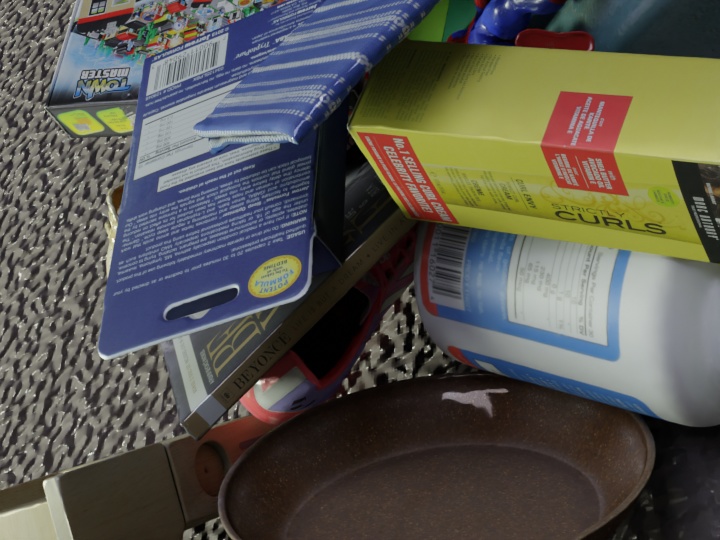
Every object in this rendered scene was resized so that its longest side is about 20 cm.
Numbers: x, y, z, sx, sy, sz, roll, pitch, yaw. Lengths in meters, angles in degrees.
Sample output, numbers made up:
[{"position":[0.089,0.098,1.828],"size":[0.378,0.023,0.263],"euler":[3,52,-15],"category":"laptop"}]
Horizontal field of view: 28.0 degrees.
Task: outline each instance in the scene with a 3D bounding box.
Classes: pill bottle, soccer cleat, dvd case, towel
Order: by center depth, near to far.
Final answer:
[{"position":[0.018,-0.121,0.635],"size":[0.200,0.024,0.144],"euler":[-46,18,-13],"category":"towel"},{"position":[0.129,0.008,0.658],"size":[0.198,0.112,0.113],"euler":[14,66,44],"category":"pill bottle"},{"position":[-0.025,-0.012,0.739],"size":[0.200,0.016,0.149],"euler":[-45,18,2],"category":"dvd case"},{"position":[0.000,0.000,0.781],"size":[0.201,0.067,0.076],"euler":[-55,13,-32],"category":"soccer cleat"}]

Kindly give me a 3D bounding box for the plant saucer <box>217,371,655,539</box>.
[{"position":[0.035,0.102,0.655],"size":[0.197,0.037,0.201],"euler":[-8,18,3],"category":"plant saucer"}]

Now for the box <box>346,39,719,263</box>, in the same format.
[{"position":[0.097,-0.048,0.583],"size":[0.198,0.075,0.051],"euler":[11,64,32],"category":"box"}]

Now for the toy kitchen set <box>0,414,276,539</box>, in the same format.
[{"position":[-0.063,0.179,0.708],"size":[0.162,0.180,0.203],"euler":[-18,87,32],"category":"toy kitchen set"}]

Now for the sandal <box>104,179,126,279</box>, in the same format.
[{"position":[-0.107,-0.041,0.804],"size":[0.211,0.069,0.079],"euler":[-28,69,40],"category":"sandal"}]

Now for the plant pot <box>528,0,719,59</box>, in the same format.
[{"position":[0.185,-0.143,0.683],"size":[0.200,0.194,0.198],"euler":[-43,35,37],"category":"plant pot"}]

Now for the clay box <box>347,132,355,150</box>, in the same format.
[{"position":[-0.065,-0.060,0.927],"size":[0.201,0.048,0.114],"euler":[-52,39,-10],"category":"clay box"}]

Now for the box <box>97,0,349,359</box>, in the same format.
[{"position":[-0.064,-0.045,0.717],"size":[0.120,0.032,0.202],"euler":[-17,48,23],"category":"box"}]

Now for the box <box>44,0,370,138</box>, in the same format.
[{"position":[-0.079,-0.135,0.840],"size":[0.197,0.035,0.111],"euler":[-1,62,21],"category":"box"}]

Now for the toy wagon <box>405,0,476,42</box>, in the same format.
[{"position":[0.036,-0.186,0.899],"size":[0.154,0.040,0.200],"euler":[29,62,20],"category":"toy wagon"}]

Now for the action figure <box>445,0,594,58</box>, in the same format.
[{"position":[0.063,-0.110,0.694],"size":[0.200,0.051,0.067],"euler":[156,117,-82],"category":"action figure"}]
